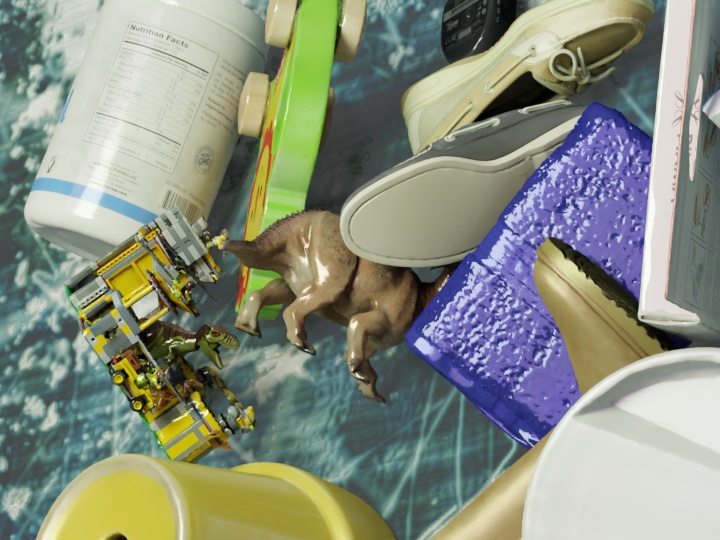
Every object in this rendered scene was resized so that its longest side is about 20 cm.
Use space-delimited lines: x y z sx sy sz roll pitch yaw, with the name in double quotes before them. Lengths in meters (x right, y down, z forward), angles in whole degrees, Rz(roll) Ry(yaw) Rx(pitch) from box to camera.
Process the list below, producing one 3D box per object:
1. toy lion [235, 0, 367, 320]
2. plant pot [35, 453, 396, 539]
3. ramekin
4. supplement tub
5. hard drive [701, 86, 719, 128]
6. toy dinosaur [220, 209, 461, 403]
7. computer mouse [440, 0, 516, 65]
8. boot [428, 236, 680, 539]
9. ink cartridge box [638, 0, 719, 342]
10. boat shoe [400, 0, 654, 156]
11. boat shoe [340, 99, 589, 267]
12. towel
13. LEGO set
"toy lion" -0.052 -0.071 1.509 0.200 0.068 0.193 114 165 -61
"plant pot" -0.099 0.204 1.388 0.200 0.189 0.202 -18 57 31
"ramekin" 0.195 0.145 1.206 0.201 0.094 0.204 -2 85 21
"supplement tub" -0.156 -0.105 1.626 0.131 0.132 0.202 9 74 41
"hard drive" 0.300 -0.069 1.198 0.132 0.200 0.025 -46 20 11
"toy dinosaur" 0.000 0.000 1.438 0.136 0.199 0.086 -65 17 -9
"computer mouse" 0.093 -0.219 1.554 0.058 0.034 0.202 -25 48 48
"boot" 0.108 0.108 1.307 0.175 0.066 0.200 46 101 6
"ink cartridge box" 0.185 -0.069 1.247 0.043 0.173 0.202 3 83 24
"boat shoe" 0.112 -0.123 1.461 0.200 0.073 0.064 -25 62 31
"boat shoe" 0.075 -0.059 1.418 0.198 0.073 0.063 -20 29 -11
"towel" 0.141 0.013 1.370 0.147 0.050 0.200 40 96 18
"LEGO set" -0.116 0.037 1.494 0.115 0.154 0.200 -35 7 -3
